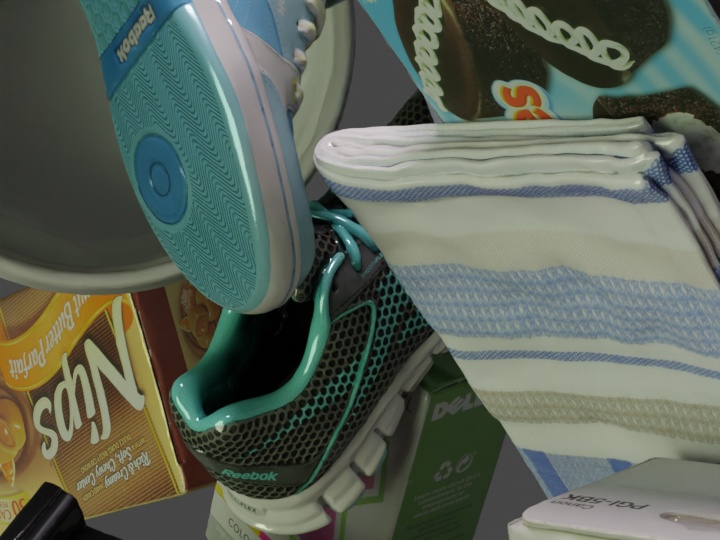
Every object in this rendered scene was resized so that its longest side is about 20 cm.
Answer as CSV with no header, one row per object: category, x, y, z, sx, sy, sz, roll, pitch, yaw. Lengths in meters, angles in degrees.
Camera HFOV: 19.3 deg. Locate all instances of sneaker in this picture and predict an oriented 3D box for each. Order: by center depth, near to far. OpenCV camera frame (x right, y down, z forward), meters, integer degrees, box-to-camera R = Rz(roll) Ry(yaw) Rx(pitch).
sneaker,-0.027,-0.089,0.749,0.079,0.130,0.201,-31,75,52
sneaker,0.000,0.000,0.776,0.077,0.091,0.201,24,81,33

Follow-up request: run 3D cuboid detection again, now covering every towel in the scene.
towel,0.080,0.026,0.707,0.146,0.024,0.200,3,139,41

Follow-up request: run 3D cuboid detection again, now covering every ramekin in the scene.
ramekin,-0.107,-0.085,0.849,0.105,0.199,0.201,140,111,-78

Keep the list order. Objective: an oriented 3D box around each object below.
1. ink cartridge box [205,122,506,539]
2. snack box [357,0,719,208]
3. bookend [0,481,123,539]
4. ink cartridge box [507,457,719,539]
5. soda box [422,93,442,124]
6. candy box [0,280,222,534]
ink cartridge box,0.004,0.054,0.866,0.104,0.059,0.201,39,128,35
snack box,0.092,-0.040,0.664,0.116,0.037,0.200,-6,133,42
bookend,-0.046,0.206,0.787,0.199,0.092,0.199,18,136,21
ink cartridge box,0.135,0.168,0.664,0.146,0.083,0.201,3,105,45
soda box,0.039,-0.138,0.736,0.068,0.064,0.201,-14,102,45
candy box,-0.132,0.061,1.026,0.200,0.055,0.116,-20,85,50
